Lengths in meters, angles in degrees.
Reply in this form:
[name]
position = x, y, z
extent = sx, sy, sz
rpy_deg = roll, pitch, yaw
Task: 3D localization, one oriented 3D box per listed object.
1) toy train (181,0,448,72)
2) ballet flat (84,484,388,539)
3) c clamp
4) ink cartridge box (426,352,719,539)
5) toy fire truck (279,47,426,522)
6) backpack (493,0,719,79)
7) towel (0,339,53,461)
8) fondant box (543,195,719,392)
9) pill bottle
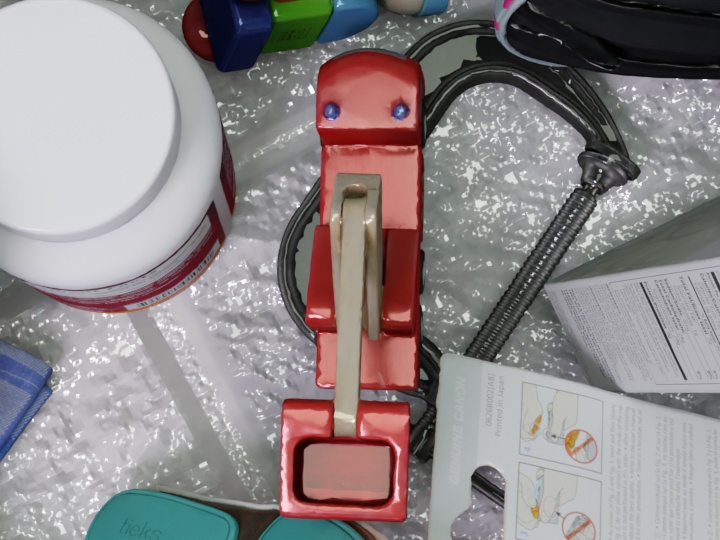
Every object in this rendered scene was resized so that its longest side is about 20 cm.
[toy train]
position = -0.035, -0.196, 0.794
extent = 0.116, 0.085, 0.200
rpy_deg = -10, 77, -18
[ballet flat]
position = -0.035, 0.130, 0.712
extent = 0.069, 0.200, 0.070
rpy_deg = -4, 96, -41
[c clamp]
position = 0.056, -0.007, 0.799
extent = 0.171, 0.027, 0.200
rpy_deg = 28, 86, 7
[ink cartridge box]
position = 0.113, 0.134, 0.719
extent = 0.200, 0.050, 0.162
rpy_deg = 14, 58, -12
[toy fire truck]
position = 0.000, 0.000, 0.717
extent = 0.049, 0.141, 0.200
rpy_deg = 1, 84, 4
[backpack]
position = 0.152, -0.149, 0.736
extent = 0.200, 0.178, 0.151
rpy_deg = -6, 83, -4
[towel]
position = -0.250, 0.046, 0.754
extent = 0.200, 0.024, 0.147
rpy_deg = 32, 57, 2
[fondant box]
position = 0.178, -0.006, 0.698
extent = 0.144, 0.200, 0.058
rpy_deg = -26, 94, -16
[pill bottle]
position = -0.109, -0.045, 0.708
extent = 0.113, 0.200, 0.113
rpy_deg = 0, 84, -2
